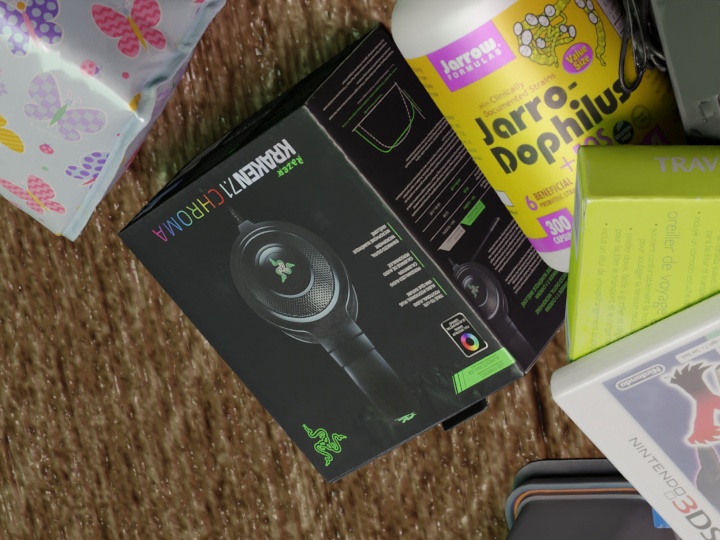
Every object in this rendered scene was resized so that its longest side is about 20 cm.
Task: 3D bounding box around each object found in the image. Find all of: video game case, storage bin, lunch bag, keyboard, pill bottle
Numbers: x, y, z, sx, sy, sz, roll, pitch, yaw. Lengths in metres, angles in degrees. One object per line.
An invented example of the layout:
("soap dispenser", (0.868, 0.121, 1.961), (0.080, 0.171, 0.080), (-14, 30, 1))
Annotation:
("video game case", (0.224, 0.071, 1.416), (0.200, 0.023, 0.182), (-27, 126, 25))
("storage bin", (0.143, 0.227, 1.629), (0.145, 0.134, 0.201), (-3, 120, 34))
("lunch bag", (-0.189, -0.116, 1.585), (0.169, 0.127, 0.200), (32, 145, -3))
("keyboard", (0.162, -0.160, 1.390), (0.104, 0.040, 0.201), (-12, 92, 31))
("pill bottle", (0.084, -0.106, 1.449), (0.104, 0.104, 0.200), (-25, 106, 41))

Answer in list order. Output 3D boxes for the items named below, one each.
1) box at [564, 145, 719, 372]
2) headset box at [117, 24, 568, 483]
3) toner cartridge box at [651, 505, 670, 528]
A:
("box", (0.201, -0.003, 1.399), (0.199, 0.048, 0.122), (0, 133, -1))
("headset box", (0.000, 0.000, 1.584), (0.174, 0.093, 0.200), (-31, 103, 42))
("toner cartridge box", (0.245, 0.083, 1.474), (0.199, 0.043, 0.095), (-2, 128, 9))
